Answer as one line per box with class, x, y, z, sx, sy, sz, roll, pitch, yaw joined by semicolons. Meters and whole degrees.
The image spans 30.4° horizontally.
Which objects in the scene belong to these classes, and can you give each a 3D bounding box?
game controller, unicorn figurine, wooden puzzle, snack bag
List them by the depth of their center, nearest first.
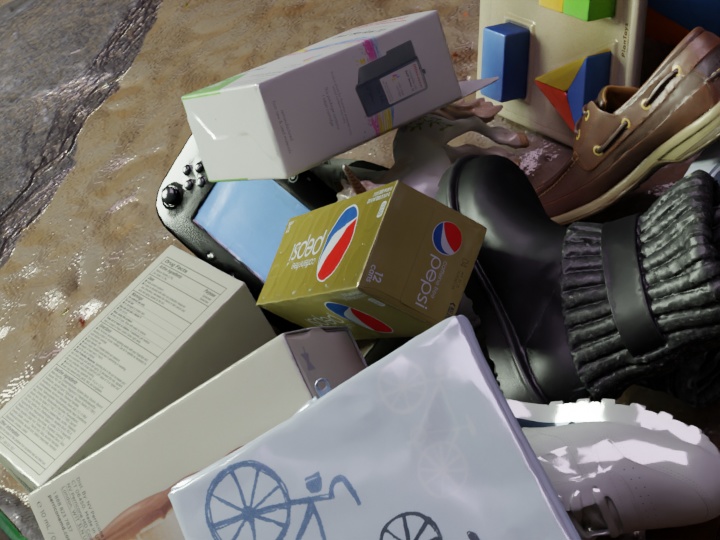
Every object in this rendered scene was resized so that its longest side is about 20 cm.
snack bag;0.013;0.142;0.665;0.199;0.021;0.190;-34;66;12
unicorn figurine;0.052;-0.066;0.953;0.135;0.075;0.201;10;26;-3
game controller;-0.068;-0.032;0.981;0.199;0.042;0.105;39;110;25
wooden puzzle;0.136;-0.186;0.981;0.046;0.188;0.200;-14;30;-26

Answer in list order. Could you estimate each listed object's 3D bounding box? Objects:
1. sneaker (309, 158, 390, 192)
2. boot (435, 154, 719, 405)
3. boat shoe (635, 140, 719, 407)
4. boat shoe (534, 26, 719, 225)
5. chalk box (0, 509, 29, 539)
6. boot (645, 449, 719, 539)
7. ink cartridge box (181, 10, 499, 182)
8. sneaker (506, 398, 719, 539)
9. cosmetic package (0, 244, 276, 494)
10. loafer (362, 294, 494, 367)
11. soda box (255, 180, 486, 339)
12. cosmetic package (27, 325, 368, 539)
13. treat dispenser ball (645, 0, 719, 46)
sneaker;-0.046;-0.073;1.053;0.197;0.076;0.088;-1;41;27
boot;0.138;-0.019;0.772;0.158;0.079;0.213;-42;51;31
boat shoe;0.227;-0.002;0.819;0.090;0.071;0.201;24;69;45
boat shoe;0.179;-0.093;0.883;0.072;0.068;0.200;-37;1;-41
chalk box;-0.265;0.224;0.823;0.197;0.125;0.125;-2;44;28
boot;0.143;0.165;0.686;0.186;0.069;0.201;-18;32;33
ink cartridge box;-0.012;-0.129;0.937;0.199;0.068;0.117;-27;16;-31
sneaker;0.099;0.117;0.701;0.198;0.077;0.081;0;39;34
cosmetic package;-0.164;0.085;0.952;0.200;0.074;0.103;-45;41;-19
loafer;0.052;0.041;0.870;0.069;0.070;0.201;13;54;40
soda box;0.000;0.000;0.824;0.069;0.063;0.200;-68;17;-12
cosmetic package;-0.084;0.120;0.789;0.199;0.103;0.088;-33;78;20
treat dispenser ball;0.258;-0.267;0.979;0.198;0.202;0.202;-17;40;14
